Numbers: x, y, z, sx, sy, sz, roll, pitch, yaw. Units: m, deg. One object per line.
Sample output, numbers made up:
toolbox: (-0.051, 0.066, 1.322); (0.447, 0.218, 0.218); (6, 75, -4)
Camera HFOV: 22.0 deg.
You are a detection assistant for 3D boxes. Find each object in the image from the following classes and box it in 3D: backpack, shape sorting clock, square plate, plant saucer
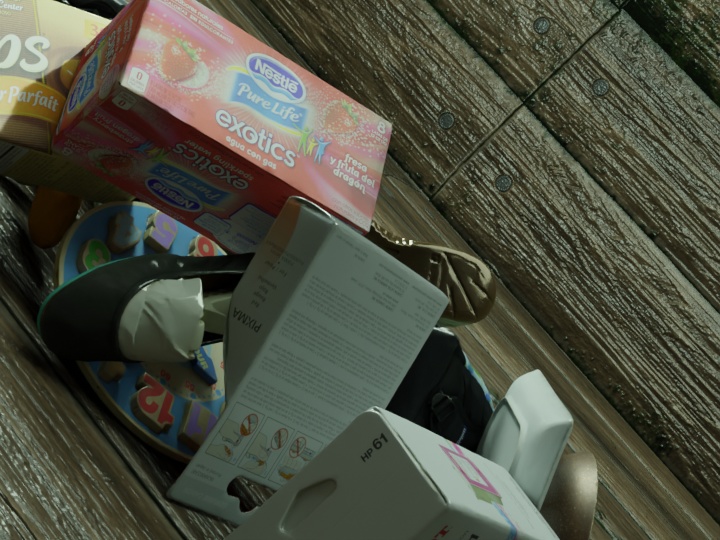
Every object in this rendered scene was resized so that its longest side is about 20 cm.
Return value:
backpack: (0.030, 0.121, 1.409); (0.153, 0.164, 0.200); (32, -2, 35)
shape sorting clock: (-0.123, 0.040, 1.247); (0.199, 0.039, 0.201); (29, 44, -33)
square plate: (0.090, 0.174, 1.317); (0.028, 0.201, 0.198); (22, 6, -5)
plant saucer: (0.111, 0.216, 1.296); (0.036, 0.202, 0.200); (22, 11, -4)

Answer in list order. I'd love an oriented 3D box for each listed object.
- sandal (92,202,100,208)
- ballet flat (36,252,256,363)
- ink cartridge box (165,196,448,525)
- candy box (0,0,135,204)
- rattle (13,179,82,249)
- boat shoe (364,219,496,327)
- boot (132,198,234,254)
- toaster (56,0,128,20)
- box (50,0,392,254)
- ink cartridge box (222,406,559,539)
sandal: (-0.165, -0.020, 1.426); (0.080, 0.057, 0.201); (39, 17, -33)
ballet flat: (-0.109, 0.023, 1.177); (0.068, 0.069, 0.199); (24, 24, 37)
ink cartridge box: (-0.041, 0.070, 1.206); (0.050, 0.201, 0.162); (34, 0, 36)
candy box: (-0.232, -0.126, 1.244); (0.199, 0.055, 0.116); (16, 62, -33)
rattle: (-0.264, -0.131, 1.308); (0.201, 0.129, 0.143); (64, 38, -29)
boat shoe: (0.000, 0.000, 1.372); (0.199, 0.074, 0.063); (22, -23, -10)
boot: (-0.112, 0.012, 1.360); (0.166, 0.072, 0.202); (26, 53, -38)
toaster: (-0.229, -0.175, 1.615); (0.200, 0.114, 0.129); (42, -5, -20)
box: (-0.090, -0.089, 1.236); (0.199, 0.102, 0.095); (30, 53, -23)
ink cartridge box: (0.021, 0.177, 1.140); (0.085, 0.144, 0.200); (51, 11, 31)
